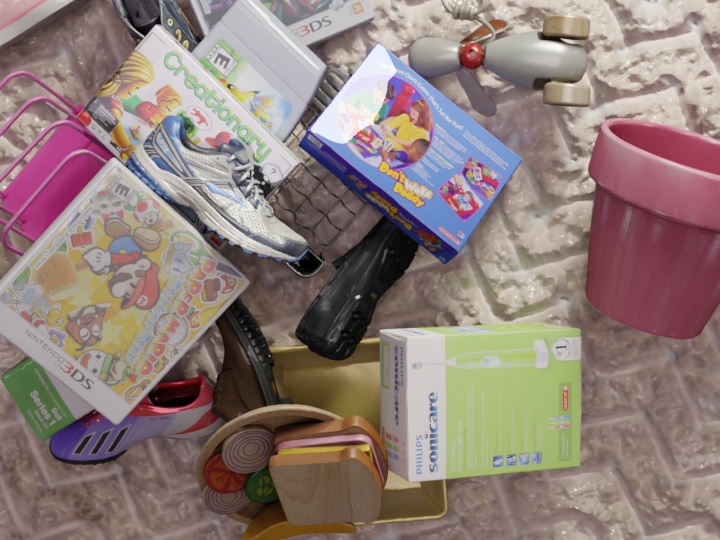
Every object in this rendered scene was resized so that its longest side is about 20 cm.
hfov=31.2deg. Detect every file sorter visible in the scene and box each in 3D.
[{"bbox_3d":[-0.316,-0.086,1.326,0.139,0.125,0.200,-47,58,5],"label":"file sorter"}]

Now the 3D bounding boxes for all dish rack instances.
[{"bbox_3d":[-0.045,-0.112,1.387,0.153,0.055,0.200,43,95,-1],"label":"dish rack"}]

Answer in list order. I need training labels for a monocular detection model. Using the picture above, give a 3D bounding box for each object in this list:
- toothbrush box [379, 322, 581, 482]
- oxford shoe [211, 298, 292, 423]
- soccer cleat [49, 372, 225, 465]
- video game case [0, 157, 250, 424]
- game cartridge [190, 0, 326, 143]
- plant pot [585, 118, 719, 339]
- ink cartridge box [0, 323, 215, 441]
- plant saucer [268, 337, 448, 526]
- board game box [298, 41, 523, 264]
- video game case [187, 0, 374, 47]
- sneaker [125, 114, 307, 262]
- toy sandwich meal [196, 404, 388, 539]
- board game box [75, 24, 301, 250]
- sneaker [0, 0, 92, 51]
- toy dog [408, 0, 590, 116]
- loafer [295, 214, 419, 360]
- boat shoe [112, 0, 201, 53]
[{"bbox_3d":[0.125,0.133,1.344,0.197,0.086,0.148,-3,94,-21],"label":"toothbrush box"},{"bbox_3d":[-0.127,0.116,1.350,0.083,0.073,0.202,-20,92,6],"label":"oxford shoe"},{"bbox_3d":[-0.246,0.156,1.397,0.197,0.069,0.074,-12,137,1],"label":"soccer cleat"},{"bbox_3d":[-0.238,0.024,1.249,0.182,0.023,0.200,42,95,-21],"label":"video game case"},{"bbox_3d":[-0.135,-0.170,1.337,0.133,0.040,0.200,41,99,-7],"label":"game cartridge"},{"bbox_3d":[0.315,-0.039,1.314,0.197,0.200,0.181,15,110,2],"label":"plant pot"},{"bbox_3d":[-0.260,0.081,1.365,0.199,0.146,0.085,-31,96,5],"label":"ink cartridge box"},{"bbox_3d":[-0.009,0.174,1.406,0.197,0.048,0.203,-5,93,4],"label":"plant saucer"},{"bbox_3d":[0.054,-0.123,1.351,0.199,0.045,0.135,39,67,-3],"label":"board game box"},{"bbox_3d":[-0.103,-0.328,1.375,0.180,0.023,0.202,-23,92,-8],"label":"video game case"},{"bbox_3d":[-0.129,-0.081,1.262,0.199,0.077,0.086,33,96,-4],"label":"sneaker"},{"bbox_3d":[-0.068,0.217,1.313,0.202,0.071,0.207,-3,130,-4],"label":"toy sandwich meal"},{"bbox_3d":[-0.174,-0.133,1.310,0.200,0.035,0.126,43,99,-4],"label":"board game box"},{"bbox_3d":[-0.359,-0.311,1.380,0.198,0.075,0.106,-26,97,9],"label":"sneaker"},{"bbox_3d":[0.160,-0.224,1.364,0.198,0.096,0.133,27,98,16],"label":"toy dog"},{"bbox_3d":[0.000,0.000,1.374,0.070,0.068,0.202,24,74,32],"label":"loafer"},{"bbox_3d":[-0.203,-0.232,1.369,0.070,0.091,0.201,-33,91,5],"label":"boat shoe"}]
